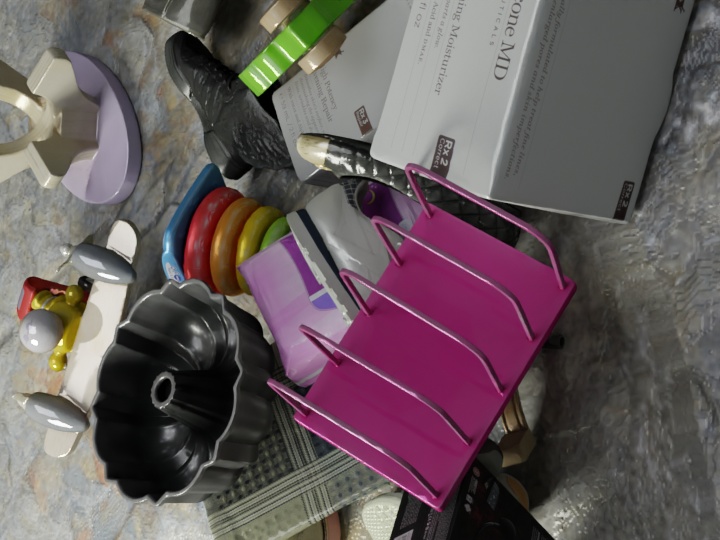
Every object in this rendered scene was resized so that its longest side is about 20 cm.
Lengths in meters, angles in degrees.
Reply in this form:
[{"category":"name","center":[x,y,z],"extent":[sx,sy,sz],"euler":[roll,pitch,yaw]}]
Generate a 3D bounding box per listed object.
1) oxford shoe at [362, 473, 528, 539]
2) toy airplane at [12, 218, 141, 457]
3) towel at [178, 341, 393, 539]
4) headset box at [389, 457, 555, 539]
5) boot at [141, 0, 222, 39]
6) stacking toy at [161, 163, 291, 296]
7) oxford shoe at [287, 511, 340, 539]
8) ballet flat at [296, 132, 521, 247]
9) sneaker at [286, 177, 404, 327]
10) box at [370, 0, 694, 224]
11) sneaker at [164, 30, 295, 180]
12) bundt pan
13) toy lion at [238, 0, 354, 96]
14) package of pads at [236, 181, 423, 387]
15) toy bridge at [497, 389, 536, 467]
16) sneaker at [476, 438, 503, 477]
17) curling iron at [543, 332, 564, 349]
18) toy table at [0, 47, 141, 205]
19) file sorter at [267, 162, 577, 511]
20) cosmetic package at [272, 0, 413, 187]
[{"category":"oxford shoe","center":[0.074,0.211,1.349],"extent":[0.199,0.058,0.076],"euler":[-20,104,52]},{"category":"toy airplane","center":[-0.281,0.071,1.613],"extent":[0.198,0.140,0.202],"euler":[-26,70,36]},{"category":"towel","center":[-0.065,0.150,1.430],"extent":[0.199,0.035,0.194],"euler":[-28,56,9]},{"category":"headset box","center":[0.107,0.266,1.206],"extent":[0.077,0.200,0.149],"euler":[-31,23,35]},{"category":"boot","center":[-0.124,-0.321,1.530],"extent":[0.181,0.072,0.201],"euler":[25,86,53]},{"category":"stacking toy","center":[-0.076,-0.013,1.476],"extent":[0.198,0.117,0.110],"euler":[14,57,22]},{"category":"oxford shoe","center":[-0.079,0.177,1.469],"extent":[0.071,0.073,0.202],"euler":[-39,62,35]},{"category":"ballet flat","center":[0.037,-0.061,1.280],"extent":[0.198,0.066,0.057],"euler":[24,96,-2]},{"category":"sneaker","center":[0.018,0.016,1.287],"extent":[0.080,0.076,0.201],"euler":[-30,75,-7]},{"category":"box","center":[0.137,-0.155,1.222],"extent":[0.130,0.199,0.201],"euler":[22,101,40]},{"category":"sneaker","center":[-0.116,-0.170,1.544],"extent":[0.104,0.060,0.201],"euler":[-36,69,35]},{"category":"bundt pan","center":[-0.149,0.113,1.400],"extent":[0.201,0.075,0.204],"euler":[-16,65,39]},{"category":"toy lion","center":[-0.028,-0.240,1.420],"extent":[0.069,0.192,0.200],"euler":[45,83,-7]},{"category":"package of pads","center":[0.000,0.000,1.372],"extent":[0.199,0.076,0.121],"euler":[-32,70,11]},{"category":"toy bridge","center":[0.097,0.065,1.300],"extent":[0.027,0.067,0.201],"euler":[-19,105,30]},{"category":"sneaker","center":[0.044,0.121,1.321],"extent":[0.199,0.076,0.079],"euler":[16,57,41]},{"category":"curling iron","center":[0.090,0.063,1.365],"extent":[0.198,0.025,0.050],"euler":[-6,104,36]},{"category":"toy table","center":[-0.331,-0.157,1.692],"extent":[0.200,0.117,0.185],"euler":[43,114,34]},{"category":"file sorter","center":[0.043,0.044,1.158],"extent":[0.138,0.126,0.201],"euler":[29,80,22]},{"category":"cosmetic package","center":[0.020,-0.165,1.412],"extent":[0.199,0.074,0.103],"euler":[-36,64,35]}]
